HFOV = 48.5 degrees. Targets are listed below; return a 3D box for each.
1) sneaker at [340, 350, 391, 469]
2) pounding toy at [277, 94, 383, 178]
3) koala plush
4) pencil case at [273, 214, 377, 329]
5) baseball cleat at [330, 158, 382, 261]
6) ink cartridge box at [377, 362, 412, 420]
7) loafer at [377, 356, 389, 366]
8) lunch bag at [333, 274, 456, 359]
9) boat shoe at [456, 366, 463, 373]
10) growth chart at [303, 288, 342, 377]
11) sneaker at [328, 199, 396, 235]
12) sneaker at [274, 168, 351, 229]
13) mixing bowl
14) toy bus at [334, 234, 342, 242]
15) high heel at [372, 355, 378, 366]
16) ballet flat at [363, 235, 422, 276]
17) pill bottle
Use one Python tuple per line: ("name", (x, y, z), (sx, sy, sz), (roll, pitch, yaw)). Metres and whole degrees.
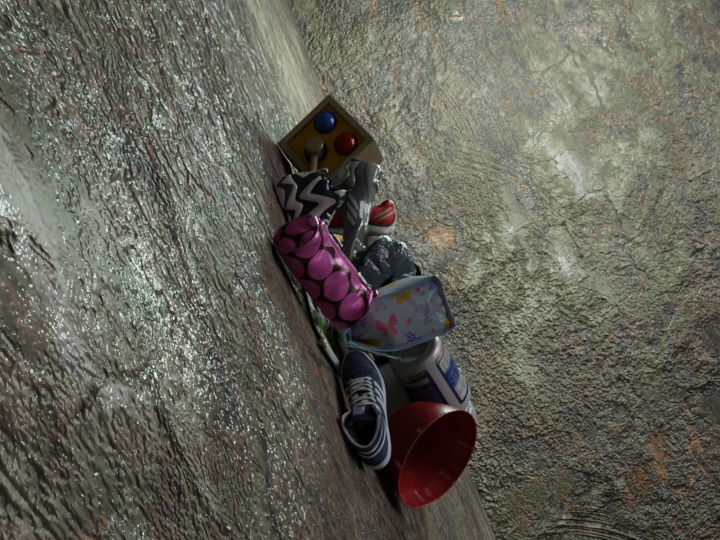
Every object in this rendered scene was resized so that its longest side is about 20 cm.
("sneaker", (0.002, 0.208, 1.285), (0.109, 0.069, 0.203), (60, 15, -60))
("pounding toy", (-0.074, -0.236, 1.685), (0.184, 0.200, 0.142), (46, -2, 22))
("koala plush", (0.000, 0.000, 1.634), (0.177, 0.185, 0.199), (36, -2, -38))
("pencil case", (-0.055, -0.001, 1.298), (0.201, 0.093, 0.092), (53, 19, -37))
("baseball cleat", (-0.023, -0.118, 1.546), (0.070, 0.105, 0.203), (80, 26, -69))
("ink cartridge box", (0.086, 0.306, 1.645), (0.149, 0.084, 0.201), (-105, 173, -46))
("loafer", (0.085, 0.163, 1.655), (0.076, 0.068, 0.201), (45, -29, 16))
("lunch bag", (0.053, 0.092, 1.442), (0.170, 0.197, 0.129), (166, -95, -82))
("boat shoe", (0.178, 0.239, 1.713), (0.071, 0.071, 0.200), (29, 19, 12))
("growth chart", (-0.068, 0.077, 1.388), (0.145, 0.017, 0.203), (60, 12, -60))
("sneaker", (-0.026, -0.117, 1.606), (0.077, 0.196, 0.087), (-135, -134, -77))
("sneaker", (-0.064, -0.096, 1.481), (0.079, 0.128, 0.202), (-52, 120, -82))
("mixing bowl", (0.107, 0.318, 1.462), (0.108, 0.200, 0.201), (30, -22, 42))
("toy bus", (-0.006, -0.069, 1.768), (0.198, 0.064, 0.080), (20, 72, -40))
("high heel", (0.097, 0.238, 1.819), (0.200, 0.071, 0.143), (43, -3, 32))
("ballet flat", (0.062, -0.039, 1.721), (0.199, 0.069, 0.067), (36, -11, -26))
("pill bottle", (0.146, 0.224, 1.551), (0.201, 0.110, 0.112), (57, 10, -27))
